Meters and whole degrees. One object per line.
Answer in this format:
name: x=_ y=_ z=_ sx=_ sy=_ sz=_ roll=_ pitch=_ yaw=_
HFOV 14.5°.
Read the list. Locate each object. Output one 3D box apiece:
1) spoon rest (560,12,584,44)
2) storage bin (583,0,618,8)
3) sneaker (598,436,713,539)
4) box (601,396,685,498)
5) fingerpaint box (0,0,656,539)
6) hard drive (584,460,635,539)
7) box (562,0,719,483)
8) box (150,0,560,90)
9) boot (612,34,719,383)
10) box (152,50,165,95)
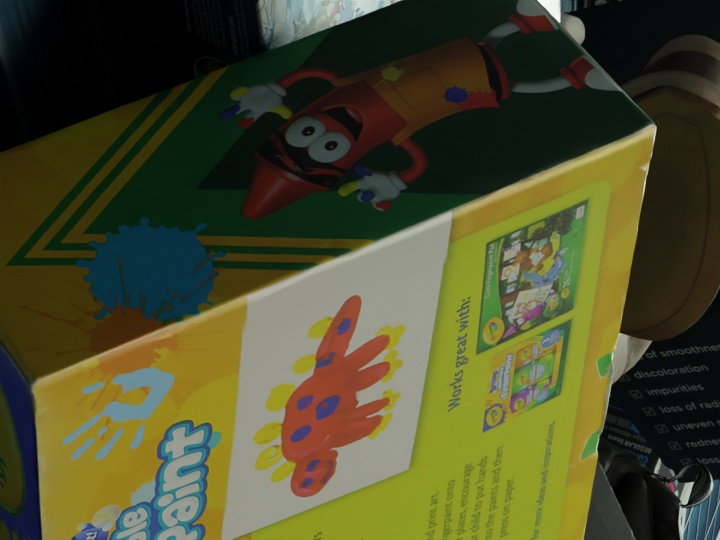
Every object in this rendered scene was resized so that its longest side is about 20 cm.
spoon rest: x=0.052 y=-0.177 z=0.943 sx=0.099 sy=0.060 sz=0.201 roll=-12 pitch=106 yaw=-77
storage bin: x=0.184 y=-0.162 z=1.324 sx=0.200 sy=0.135 sz=0.094 roll=89 pitch=24 yaw=-56
sneaker: x=0.074 y=0.153 z=1.116 sx=0.076 sy=0.113 sz=0.201 roll=69 pitch=39 yaw=-76
box: x=0.106 y=0.093 z=1.415 sx=0.122 sy=0.106 sz=0.201 roll=56 pitch=53 yaw=-72
fingerpaint box: x=-0.023 y=0.040 z=0.717 sx=0.166 sy=0.073 sz=0.200 roll=-23 pitch=143 yaw=-22
hard drive: x=0.032 y=0.172 z=0.975 sx=0.038 sy=0.140 sz=0.200 roll=-1 pitch=150 yaw=-49
box: x=0.187 y=-0.019 z=1.230 sx=0.197 sy=0.199 sz=0.124 roll=49 pitch=50 yaw=-33
box: x=0.002 y=-0.082 z=0.744 sx=0.137 sy=0.040 sz=0.200 roll=-49 pitch=154 yaw=-29
boot: x=0.092 y=-0.030 z=0.929 sx=0.146 sy=0.070 sz=0.200 roll=-57 pitch=177 yaw=-43
box: x=-0.019 y=-0.095 z=0.806 sx=0.121 sy=0.032 sz=0.201 roll=-53 pitch=159 yaw=-55
